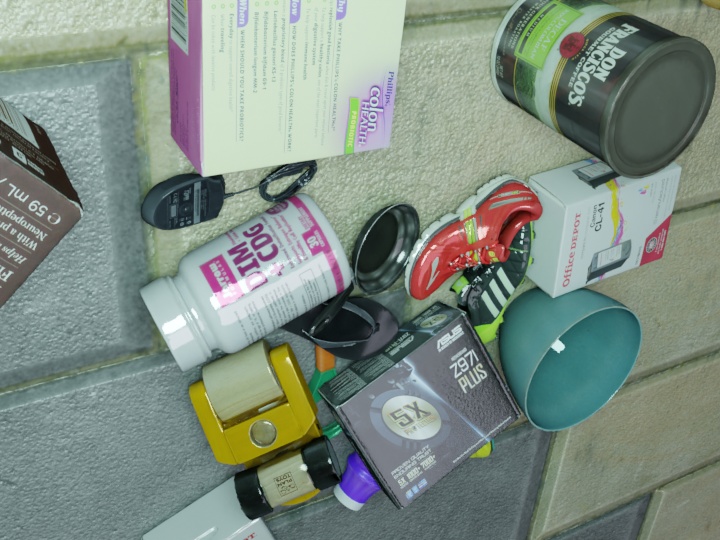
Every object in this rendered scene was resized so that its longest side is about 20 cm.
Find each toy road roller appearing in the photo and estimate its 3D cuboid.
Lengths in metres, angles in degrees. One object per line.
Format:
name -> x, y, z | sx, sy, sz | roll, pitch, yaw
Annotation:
toy road roller -> -0.106, 0.181, 1.042 | 0.121, 0.146, 0.203 | -23, 96, 2

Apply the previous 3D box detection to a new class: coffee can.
coffee can -> 0.254, -0.209, 0.946 | 0.145, 0.200, 0.148 | -17, 128, -23

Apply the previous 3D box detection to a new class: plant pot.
plant pot -> 0.268, 0.100, 1.214 | 0.198, 0.135, 0.203 | -17, 128, -23

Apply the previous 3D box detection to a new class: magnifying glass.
magnifying glass -> -0.045, 0.137, 1.112 | 0.079, 0.022, 0.202 | -17, 130, -23

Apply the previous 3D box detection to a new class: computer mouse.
computer mouse -> -0.132, -0.087, 0.893 | 0.198, 0.034, 0.059 | -17, 138, -32

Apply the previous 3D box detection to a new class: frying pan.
frying pan -> 0.008, 0.005, 1.017 | 0.191, 0.031, 0.115 | -57, 148, -5

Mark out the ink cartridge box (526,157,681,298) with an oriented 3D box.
ink cartridge box -> 0.315, -0.067, 1.166 | 0.198, 0.086, 0.149 | -19, 129, -24

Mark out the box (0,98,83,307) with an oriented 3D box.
box -> -0.351, -0.051, 0.672 | 0.200, 0.164, 0.166 | -47, 134, 4

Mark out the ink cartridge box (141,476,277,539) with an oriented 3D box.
ink cartridge box -> -0.175, 0.386, 1.149 | 0.144, 0.084, 0.202 | -31, 133, -12

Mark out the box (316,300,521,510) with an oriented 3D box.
box -> 0.075, 0.165, 1.100 | 0.199, 0.086, 0.165 | -34, 108, -11

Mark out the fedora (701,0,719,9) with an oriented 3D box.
fedora -> 0.447, -0.409, 1.020 | 0.198, 0.082, 0.203 | -16, 132, -19

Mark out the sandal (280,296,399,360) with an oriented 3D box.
sandal -> -0.034, 0.061, 1.024 | 0.198, 0.043, 0.077 | 17, 91, -35

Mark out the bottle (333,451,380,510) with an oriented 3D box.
bottle -> 0.037, 0.237, 1.202 | 0.083, 0.065, 0.201 | 27, 104, -37

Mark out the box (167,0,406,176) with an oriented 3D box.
box -> -0.069, -0.199, 0.807 | 0.197, 0.097, 0.178 | -12, 126, -26

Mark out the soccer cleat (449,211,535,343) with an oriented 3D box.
soccer cleat -> 0.165, 0.010, 1.135 | 0.080, 0.068, 0.202 | 6, 118, -22

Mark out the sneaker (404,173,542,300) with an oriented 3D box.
sneaker -> 0.137, -0.033, 1.061 | 0.200, 0.085, 0.077 | -43, 146, -1

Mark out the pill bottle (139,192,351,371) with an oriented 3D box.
pill bottle -> -0.118, 0.014, 0.909 | 0.198, 0.113, 0.114 | -30, 133, -13

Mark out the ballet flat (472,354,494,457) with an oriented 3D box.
ballet flat -> 0.160, 0.201, 1.267 | 0.066, 0.067, 0.202 | -9, 130, -2
